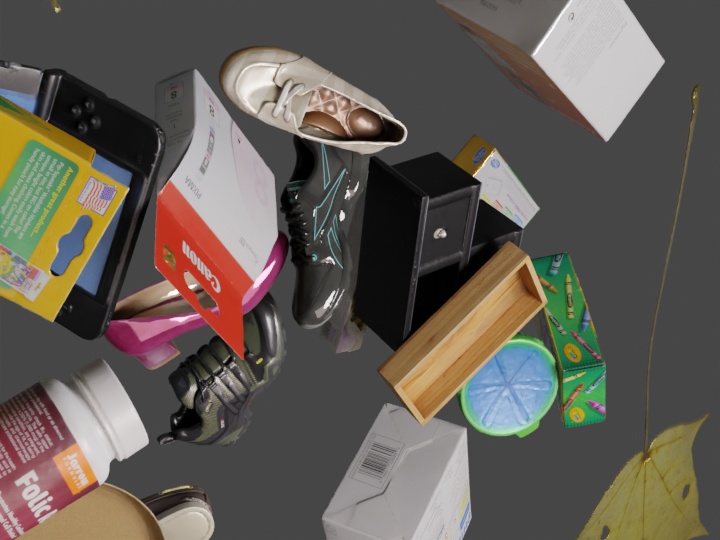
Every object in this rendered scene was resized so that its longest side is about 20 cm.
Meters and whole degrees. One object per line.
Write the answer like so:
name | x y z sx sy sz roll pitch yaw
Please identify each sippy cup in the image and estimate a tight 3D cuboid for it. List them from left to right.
sippy cup | 0.172 0.124 1.352 0.137 0.131 0.181 4 110 -16

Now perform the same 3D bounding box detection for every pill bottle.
pill bottle | -0.307 0.174 0.970 0.198 0.114 0.115 -31 138 -20

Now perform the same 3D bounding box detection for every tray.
tray | 0.114 0.069 1.134 0.200 0.037 0.099 -44 141 -7

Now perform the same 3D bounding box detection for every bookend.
bookend | 0.102 -0.038 1.139 0.198 0.092 0.201 -19 132 -33

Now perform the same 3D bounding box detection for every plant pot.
plant pot | -0.301 0.301 1.089 0.196 0.028 0.203 -4 110 -11

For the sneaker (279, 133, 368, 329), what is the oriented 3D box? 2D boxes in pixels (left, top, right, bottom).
sneaker | -0.050 -0.044 1.040 0.079 0.075 0.203 19 73 -37

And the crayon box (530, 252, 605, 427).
crayon box | 0.275 0.091 1.387 0.057 0.202 0.120 -10 136 3

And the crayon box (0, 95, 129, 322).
crayon box | -0.288 -0.066 0.774 0.198 0.052 0.127 30 101 -18

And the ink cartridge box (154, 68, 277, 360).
ink cartridge box | -0.122 -0.050 0.909 0.056 0.202 0.163 -21 142 11

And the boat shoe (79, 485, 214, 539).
boat shoe | -0.258 0.294 1.143 0.197 0.060 0.073 -21 115 -5

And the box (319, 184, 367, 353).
box | 0.000 0.000 1.179 0.038 0.041 0.203 -8 125 -39

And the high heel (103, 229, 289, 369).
high heel | -0.162 0.012 1.021 0.199 0.068 0.096 -35 145 -1

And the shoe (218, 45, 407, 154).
shoe | -0.040 -0.158 0.982 0.198 0.053 0.071 15 102 -34

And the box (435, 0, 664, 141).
box | 0.199 -0.248 1.080 0.107 0.152 0.199 -54 140 5

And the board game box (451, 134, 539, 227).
board game box | 0.115 -0.042 1.253 0.201 0.040 0.153 -49 141 0

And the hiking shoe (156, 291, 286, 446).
hiking shoe | -0.148 0.109 1.099 0.100 0.076 0.202 -3 123 -46

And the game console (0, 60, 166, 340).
game console | -0.275 -0.052 0.826 0.202 0.174 0.116 -67 166 21

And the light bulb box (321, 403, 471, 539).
light bulb box | 0.055 0.324 1.368 0.199 0.123 0.202 -56 150 -39
